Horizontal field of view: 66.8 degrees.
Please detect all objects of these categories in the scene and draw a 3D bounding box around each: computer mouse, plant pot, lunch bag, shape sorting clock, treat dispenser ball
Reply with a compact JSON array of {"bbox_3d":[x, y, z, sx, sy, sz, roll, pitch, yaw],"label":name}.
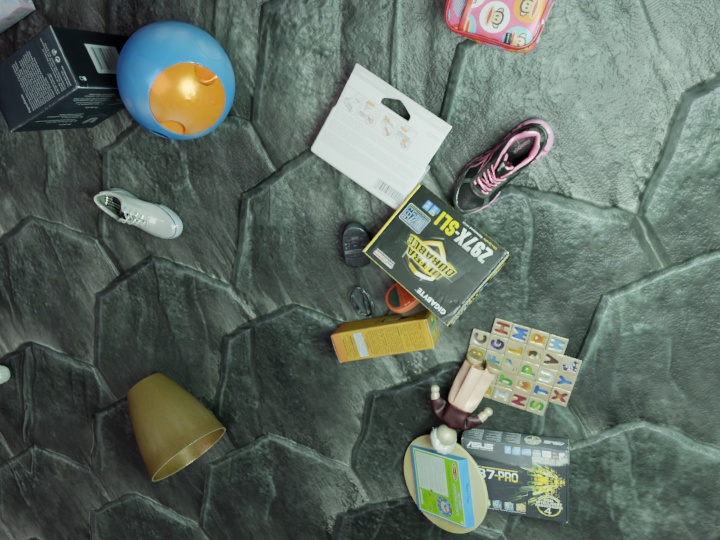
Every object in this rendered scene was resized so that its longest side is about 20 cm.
[{"bbox_3d":[0.000,0.000,1.062,0.059,0.034,0.200,-6,111,4],"label":"computer mouse"},{"bbox_3d":[-0.445,0.343,1.259,0.186,0.186,0.200,-46,74,26],"label":"plant pot"},{"bbox_3d":[0.212,-0.444,0.817,0.176,0.082,0.200,23,112,16],"label":"lunch bag"},{"bbox_3d":[0.169,0.427,1.099,0.200,0.039,0.200,13,107,46],"label":"shape sorting clock"},{"bbox_3d":[-0.326,-0.335,0.973,0.201,0.201,0.201,6,109,18],"label":"treat dispenser ball"}]

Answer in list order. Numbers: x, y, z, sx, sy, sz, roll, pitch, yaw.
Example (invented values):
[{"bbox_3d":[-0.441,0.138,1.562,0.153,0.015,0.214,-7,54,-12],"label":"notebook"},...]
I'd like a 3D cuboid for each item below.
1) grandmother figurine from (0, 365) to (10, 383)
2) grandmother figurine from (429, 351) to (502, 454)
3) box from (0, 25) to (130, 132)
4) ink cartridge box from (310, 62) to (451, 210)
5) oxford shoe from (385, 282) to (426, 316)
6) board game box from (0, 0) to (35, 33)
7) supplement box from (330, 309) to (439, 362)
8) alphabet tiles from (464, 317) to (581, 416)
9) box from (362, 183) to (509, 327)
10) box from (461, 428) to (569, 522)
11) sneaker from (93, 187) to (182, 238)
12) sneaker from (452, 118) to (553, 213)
[{"bbox_3d":[-1.055,0.264,1.500,0.200,0.061,0.121,14,138,12],"label":"grandmother figurine"},{"bbox_3d":[0.186,0.255,1.033,0.121,0.061,0.200,26,101,20],"label":"grandmother figurine"},{"bbox_3d":[-0.551,-0.360,1.047,0.200,0.197,0.118,-20,99,24],"label":"box"},{"bbox_3d":[0.036,-0.232,0.962,0.200,0.045,0.176,36,116,5],"label":"ink cartridge box"},{"bbox_3d":[0.143,0.019,1.003,0.200,0.073,0.071,-29,58,13],"label":"oxford shoe"},{"bbox_3d":[-0.803,-0.605,1.144,0.199,0.043,0.200,-16,101,24],"label":"board game box"},{"bbox_3d":[0.049,0.127,1.061,0.200,0.067,0.069,-14,102,24],"label":"supplement box"},{"bbox_3d":[0.297,0.181,1.022,0.200,0.006,0.167,16,112,15],"label":"alphabet tiles"},{"bbox_3d":[0.129,-0.027,0.944,0.200,0.049,0.160,43,95,18],"label":"box"},{"bbox_3d":[0.302,0.397,1.065,0.200,0.049,0.161,1,105,21],"label":"box"},{"bbox_3d":[-0.479,-0.116,1.168,0.200,0.071,0.073,22,113,12],"label":"sneaker"},{"bbox_3d":[0.223,-0.165,0.890,0.079,0.095,0.200,45,117,0],"label":"sneaker"}]
